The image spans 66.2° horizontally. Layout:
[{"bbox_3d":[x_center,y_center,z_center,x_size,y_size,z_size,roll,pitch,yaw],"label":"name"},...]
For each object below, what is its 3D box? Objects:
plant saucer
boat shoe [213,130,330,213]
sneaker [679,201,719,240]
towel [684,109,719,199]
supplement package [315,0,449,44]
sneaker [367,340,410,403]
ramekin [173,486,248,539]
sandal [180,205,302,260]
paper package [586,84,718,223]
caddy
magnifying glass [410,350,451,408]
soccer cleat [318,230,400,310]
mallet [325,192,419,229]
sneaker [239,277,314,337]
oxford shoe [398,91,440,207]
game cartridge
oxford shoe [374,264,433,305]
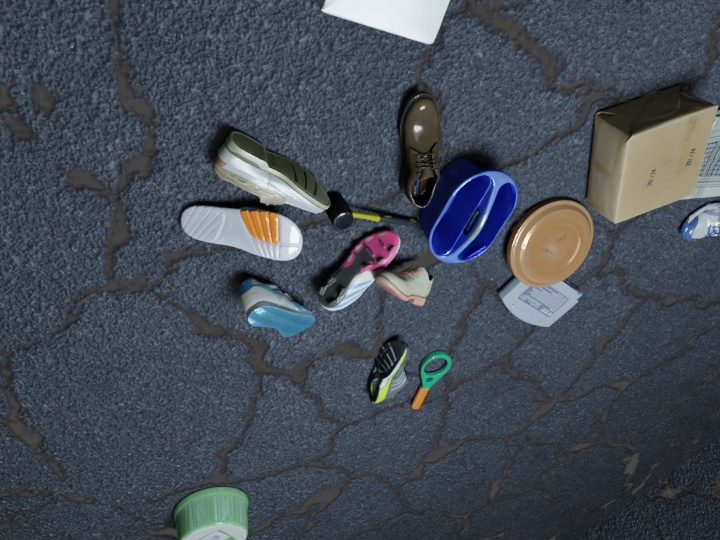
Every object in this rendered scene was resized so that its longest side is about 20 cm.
[{"bbox_3d":[0.403,-0.052,1.160,0.198,0.032,0.202,-8,119,-15],"label":"plant saucer"},{"bbox_3d":[-0.141,-0.144,0.893,0.199,0.075,0.068,31,120,-29],"label":"boat shoe"},{"bbox_3d":[0.835,-0.112,1.253,0.199,0.089,0.076,-24,135,3],"label":"sneaker"},{"bbox_3d":[0.744,-0.236,1.151,0.198,0.035,0.194,-3,130,-17],"label":"towel"},{"bbox_3d":[0.026,-0.405,0.638,0.146,0.201,0.192,6,127,-25],"label":"supplement package"},{"bbox_3d":[0.078,0.234,1.296,0.080,0.074,0.201,-3,137,-26],"label":"sneaker"},{"bbox_3d":[-0.394,0.677,1.475,0.198,0.098,0.201,-10,132,-11],"label":"ramekin"},{"bbox_3d":[-0.196,-0.077,0.941,0.205,0.059,0.080,13,109,-4],"label":"sandal"},{"bbox_3d":[0.543,-0.218,1.049,0.189,0.104,0.201,-20,132,-5],"label":"paper package"},{"bbox_3d":[0.198,-0.105,1.017,0.140,0.105,0.201,10,125,-26],"label":"caddy"},{"bbox_3d":[0.169,0.277,1.393,0.079,0.022,0.201,2,126,-22],"label":"magnifying glass"},{"bbox_3d":[0.000,0.000,1.075,0.200,0.070,0.086,-43,161,7],"label":"soccer cleat"},{"bbox_3d":[0.021,-0.104,1.010,0.199,0.066,0.041,0,132,-39],"label":"mallet"},{"bbox_3d":[-0.156,0.071,1.067,0.076,0.081,0.200,-36,151,10],"label":"sneaker"},{"bbox_3d":[0.108,-0.196,0.926,0.072,0.085,0.201,-12,130,-7],"label":"oxford shoe"},{"bbox_3d":[0.413,0.060,1.284,0.199,0.041,0.133,28,112,-35],"label":"game cartridge"},{"bbox_3d":[0.088,0.016,1.088,0.074,0.071,0.200,-59,155,5],"label":"oxford shoe"}]
